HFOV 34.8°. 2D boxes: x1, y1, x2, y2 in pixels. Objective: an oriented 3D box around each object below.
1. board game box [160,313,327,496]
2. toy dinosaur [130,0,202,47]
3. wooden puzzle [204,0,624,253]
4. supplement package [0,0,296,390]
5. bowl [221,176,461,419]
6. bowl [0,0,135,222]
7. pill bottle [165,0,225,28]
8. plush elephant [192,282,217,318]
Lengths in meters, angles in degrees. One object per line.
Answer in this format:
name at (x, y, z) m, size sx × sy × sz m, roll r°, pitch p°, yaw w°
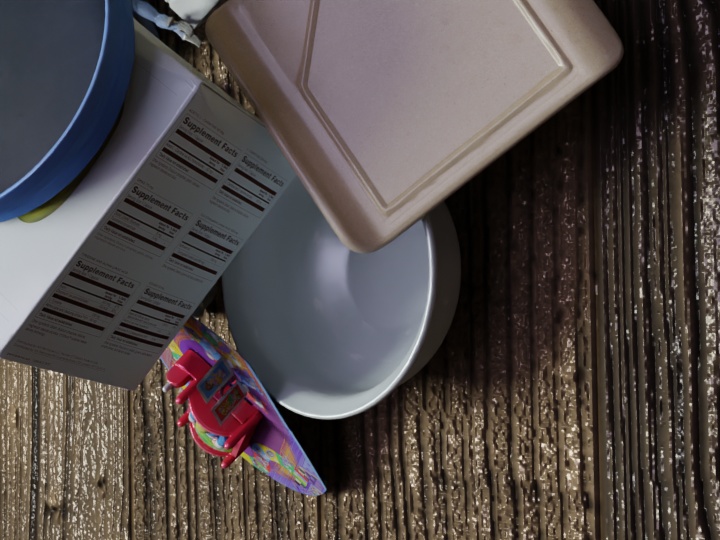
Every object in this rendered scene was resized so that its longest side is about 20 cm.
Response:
board game box at (-0.112, 0.107, 0.852) m, size 0.158 × 0.039 × 0.200 m, roll 17°, pitch 143°, yaw 46°
toy dinosaur at (-0.215, -0.197, 0.926) m, size 0.200 × 0.105 × 0.182 m, roll 45°, pitch 163°, yaw 38°
wooden puzzle at (0.027, -0.138, 0.685) m, size 0.200 × 0.037 × 0.185 m, roll -37°, pitch 81°, yaw 19°
supplement package at (-0.184, -0.066, 0.752) m, size 0.191 × 0.147 × 0.200 m, roll 39°, pitch 94°, yaw 26°
bowl at (0.000, 0.000, 0.798) m, size 0.200 × 0.090 × 0.202 m, roll -1°, pitch 88°, yaw 43°
bowl at (-0.221, -0.121, 0.678) m, size 0.200 × 0.039 × 0.202 m, roll -6°, pitch 74°, yaw 22°
pill bottle at (-0.168, -0.291, 0.884) m, size 0.200 × 0.113 × 0.113 m, roll 45°, pitch 128°, yaw -12°
plush elephant at (-0.152, -0.034, 0.910) m, size 0.200 × 0.155 × 0.165 m, roll -42°, pitch 12°, yaw -7°
